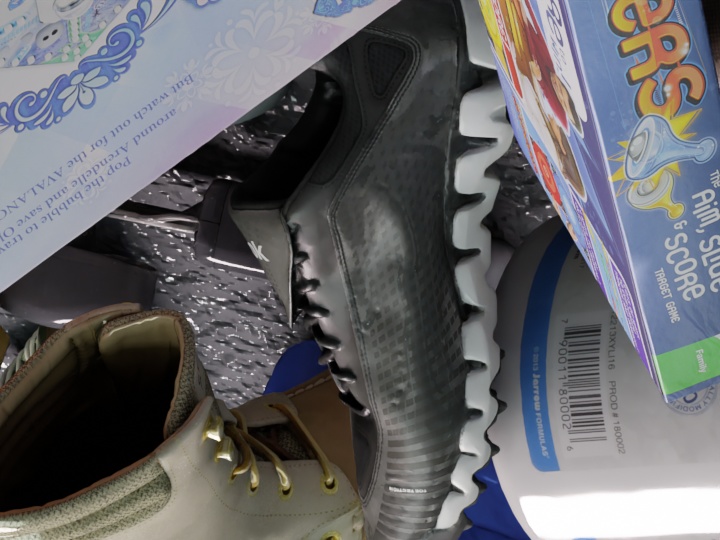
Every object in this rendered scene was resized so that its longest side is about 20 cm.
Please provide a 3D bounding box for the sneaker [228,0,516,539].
[{"bbox_3d":[0.000,0.000,0.854,0.090,0.201,0.066,0,-165,-14],"label":"sneaker"}]

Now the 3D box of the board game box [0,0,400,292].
[{"bbox_3d":[-0.077,-0.108,0.724,0.043,0.200,0.199,45,167,38],"label":"board game box"}]

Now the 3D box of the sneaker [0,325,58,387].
[{"bbox_3d":[-0.127,0.064,1.126,0.090,0.067,0.200,5,150,12],"label":"sneaker"}]

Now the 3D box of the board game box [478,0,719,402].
[{"bbox_3d":[0.055,-0.082,0.701,0.034,0.136,0.200,-20,129,-3],"label":"board game box"}]

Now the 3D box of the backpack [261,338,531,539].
[{"bbox_3d":[0.022,0.130,1.061,0.162,0.168,0.200,11,147,0],"label":"backpack"}]

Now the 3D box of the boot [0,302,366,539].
[{"bbox_3d":[-0.044,0.059,0.903,0.072,0.200,0.155,47,161,30],"label":"boot"}]

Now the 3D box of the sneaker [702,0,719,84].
[{"bbox_3d":[0.113,-0.072,0.808,0.076,0.070,0.200,54,147,-3],"label":"sneaker"}]

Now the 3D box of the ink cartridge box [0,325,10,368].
[{"bbox_3d":[-0.172,0.029,0.942,0.047,0.198,0.200,-37,105,8],"label":"ink cartridge box"}]

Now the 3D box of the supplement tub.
[{"bbox_3d":[0.153,0.035,0.873,0.199,0.132,0.132,-6,141,35],"label":"supplement tub"}]

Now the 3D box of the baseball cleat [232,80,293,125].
[{"bbox_3d":[-0.101,-0.072,0.919,0.199,0.070,0.106,9,162,23],"label":"baseball cleat"}]

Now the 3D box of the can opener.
[{"bbox_3d":[-0.044,0.002,0.977,0.199,0.067,0.053,13,-178,8],"label":"can opener"}]
